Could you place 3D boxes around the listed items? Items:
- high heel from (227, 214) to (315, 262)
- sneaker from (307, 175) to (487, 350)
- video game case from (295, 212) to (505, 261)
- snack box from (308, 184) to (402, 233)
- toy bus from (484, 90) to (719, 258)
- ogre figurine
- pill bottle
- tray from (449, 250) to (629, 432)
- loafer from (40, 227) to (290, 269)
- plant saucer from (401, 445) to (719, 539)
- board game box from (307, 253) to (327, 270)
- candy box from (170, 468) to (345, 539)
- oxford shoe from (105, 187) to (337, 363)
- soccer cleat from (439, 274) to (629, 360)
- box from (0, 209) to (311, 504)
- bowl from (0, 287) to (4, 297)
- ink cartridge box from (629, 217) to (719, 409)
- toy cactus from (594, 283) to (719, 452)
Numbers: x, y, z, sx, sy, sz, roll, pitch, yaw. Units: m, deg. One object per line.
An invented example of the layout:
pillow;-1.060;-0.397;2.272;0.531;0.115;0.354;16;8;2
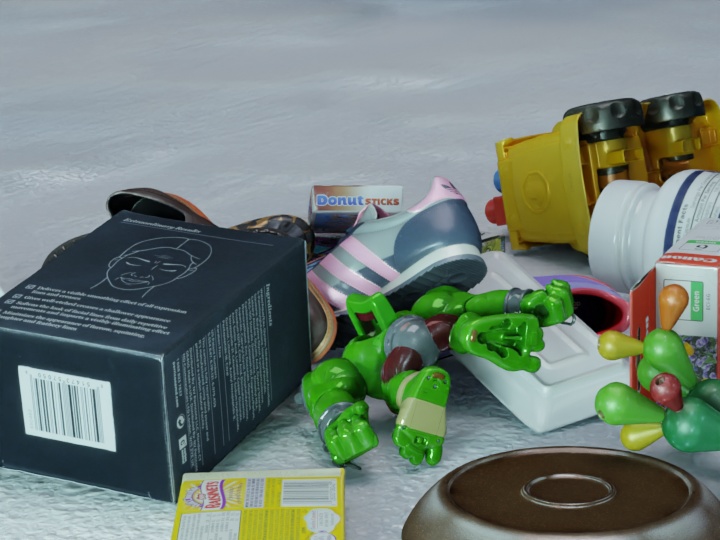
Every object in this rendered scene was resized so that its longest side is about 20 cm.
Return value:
high heel;-0.137;0.002;1.795;0.199;0.072;0.143;-13;3;21
sneaker;0.000;0.000;1.595;0.200;0.082;0.070;-23;-28;24
video game case;-0.007;-0.010;1.887;0.199;0.036;0.181;9;19;36
snack box;-0.006;-0.048;1.793;0.072;0.024;0.200;1;-3;-2
toy bus;0.212;-0.079;1.989;0.200;0.136;0.192;-11;1;-40
ogre figurine;0.040;0.060;1.482;0.200;0.098;0.120;-51;29;-13
pill bottle;0.286;-0.017;1.720;0.199;0.120;0.120;8;17;32
tray;0.113;0.041;1.575;0.107;0.022;0.200;-15;38;-28
loafer;-0.141;0.012;1.665;0.199;0.073;0.071;-1;-15;4
plant saucer;0.123;0.143;1.307;0.199;0.032;0.200;-1;14;0
board game box;-0.037;0.017;1.693;0.199;0.019;0.103;-25;19;-6
candy box;-0.059;0.158;1.274;0.102;0.027;0.200;-4;14;1
oxford shoe;-0.104;0.004;1.566;0.200;0.071;0.073;31;2;27
soccer cleat;0.105;0.034;1.647;0.199;0.067;0.076;-2;3;-19
box;-0.142;0.052;1.455;0.148;0.107;0.200;9;27;24
bowl;-0.318;0.053;1.470;0.090;0.201;0.201;-32;3;23
ink cartridge box;0.235;0.039;1.529;0.050;0.109;0.200;4;16;22
toy cactus;0.243;0.088;1.383;0.200;0.103;0.165;14;17;-46
